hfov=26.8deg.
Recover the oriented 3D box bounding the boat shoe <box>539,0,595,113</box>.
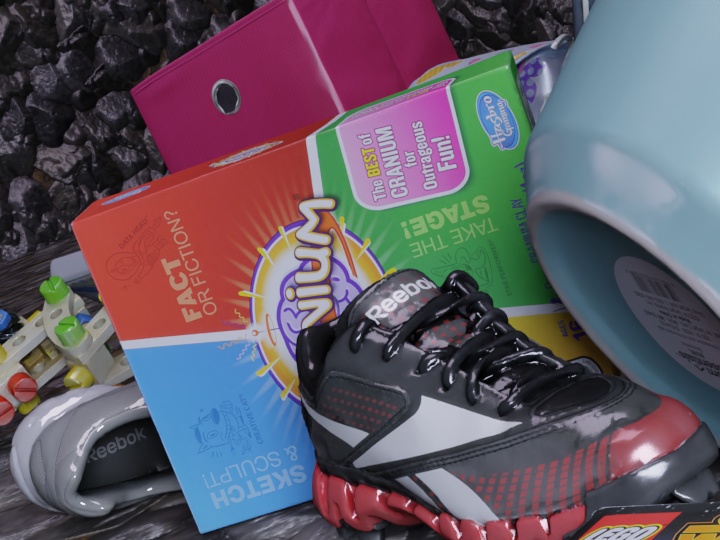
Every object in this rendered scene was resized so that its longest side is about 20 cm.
[{"bbox_3d":[0.108,-0.074,0.652,0.061,0.201,0.075,10,60,10],"label":"boat shoe"}]

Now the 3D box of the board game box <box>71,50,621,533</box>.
[{"bbox_3d":[-0.004,0.013,0.652,0.198,0.154,0.040,-19,13,12],"label":"board game box"}]

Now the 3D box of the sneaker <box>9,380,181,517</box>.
[{"bbox_3d":[-0.077,0.071,0.775,0.199,0.076,0.092,-32,20,-20],"label":"sneaker"}]

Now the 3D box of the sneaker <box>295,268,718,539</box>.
[{"bbox_3d":[0.038,0.047,0.529,0.070,0.099,0.200,-23,10,-32],"label":"sneaker"}]

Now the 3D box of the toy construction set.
[{"bbox_3d":[-0.235,0.079,1.024,0.199,0.093,0.131,-30,33,-27],"label":"toy construction set"}]

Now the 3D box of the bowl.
[{"bbox_3d":[0.128,-0.015,0.486,0.105,0.201,0.201,-42,13,-12],"label":"bowl"}]

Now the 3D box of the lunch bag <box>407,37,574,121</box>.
[{"bbox_3d":[0.130,-0.092,1.001,0.198,0.129,0.169,-1,3,-18],"label":"lunch bag"}]

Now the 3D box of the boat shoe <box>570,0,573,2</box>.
[{"bbox_3d":[0.162,-0.193,0.651,0.200,0.072,0.060,-41,13,23],"label":"boat shoe"}]

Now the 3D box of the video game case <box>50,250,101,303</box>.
[{"bbox_3d":[-0.093,-0.003,1.108,0.198,0.022,0.182,-16,-21,23],"label":"video game case"}]

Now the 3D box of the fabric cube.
[{"bbox_3d":[-0.032,-0.115,1.250,0.195,0.201,0.200,-23,4,37],"label":"fabric cube"}]

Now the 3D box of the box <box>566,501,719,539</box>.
[{"bbox_3d":[0.098,0.092,0.305,0.199,0.040,0.137,-12,14,46],"label":"box"}]
